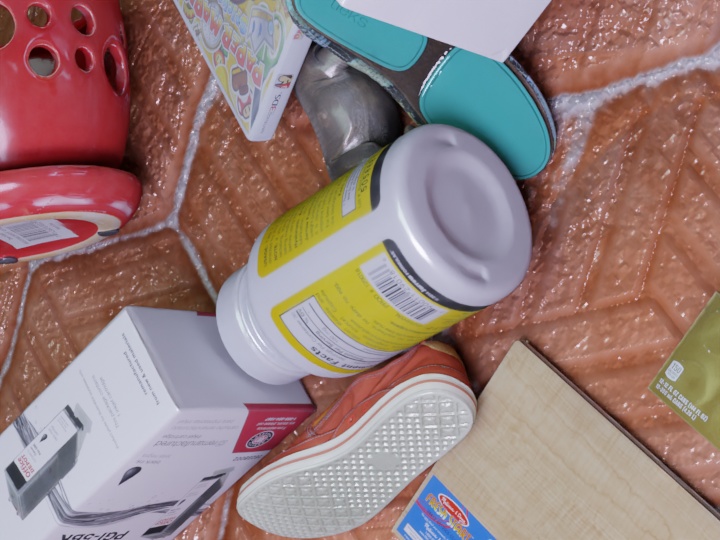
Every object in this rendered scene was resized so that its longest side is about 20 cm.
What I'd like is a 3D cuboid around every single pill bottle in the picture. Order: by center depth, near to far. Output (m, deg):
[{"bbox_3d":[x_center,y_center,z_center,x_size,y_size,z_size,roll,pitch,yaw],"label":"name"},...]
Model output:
[{"bbox_3d":[0.000,0.000,0.974,0.200,0.111,0.112,-29,67,43],"label":"pill bottle"}]

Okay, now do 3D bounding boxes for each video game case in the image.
[{"bbox_3d":[-0.077,-0.220,1.056,0.201,0.023,0.183,60,141,33],"label":"video game case"}]

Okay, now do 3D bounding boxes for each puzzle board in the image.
[{"bbox_3d":[0.122,0.160,0.937,0.200,0.017,0.151,43,110,33],"label":"puzzle board"}]

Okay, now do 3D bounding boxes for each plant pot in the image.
[{"bbox_3d":[-0.259,-0.107,1.140,0.199,0.200,0.184,-17,78,33],"label":"plant pot"}]

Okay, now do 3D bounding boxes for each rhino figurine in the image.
[{"bbox_3d":[-0.011,-0.129,1.043,0.087,0.060,0.201,-46,58,38],"label":"rhino figurine"}]

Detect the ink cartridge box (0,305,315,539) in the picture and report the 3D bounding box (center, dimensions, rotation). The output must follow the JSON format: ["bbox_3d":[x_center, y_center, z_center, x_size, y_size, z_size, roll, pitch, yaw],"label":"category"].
[{"bbox_3d":[-0.151,0.119,1.062,0.200,0.146,0.083,-43,63,25],"label":"ink cartridge box"}]

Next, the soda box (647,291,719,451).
[{"bbox_3d":[0.249,0.097,0.822,0.200,0.064,0.068,43,108,32],"label":"soda box"}]

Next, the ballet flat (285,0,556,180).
[{"bbox_3d":[0.038,-0.131,0.964,0.074,0.200,0.074,-42,23,23],"label":"ballet flat"}]

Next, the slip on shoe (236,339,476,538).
[{"bbox_3d":[-0.003,0.111,1.012,0.200,0.074,0.061,-40,28,32],"label":"slip on shoe"}]

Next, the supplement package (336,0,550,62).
[{"bbox_3d":[0.063,-0.234,0.843,0.200,0.155,0.111,-52,57,21],"label":"supplement package"}]
